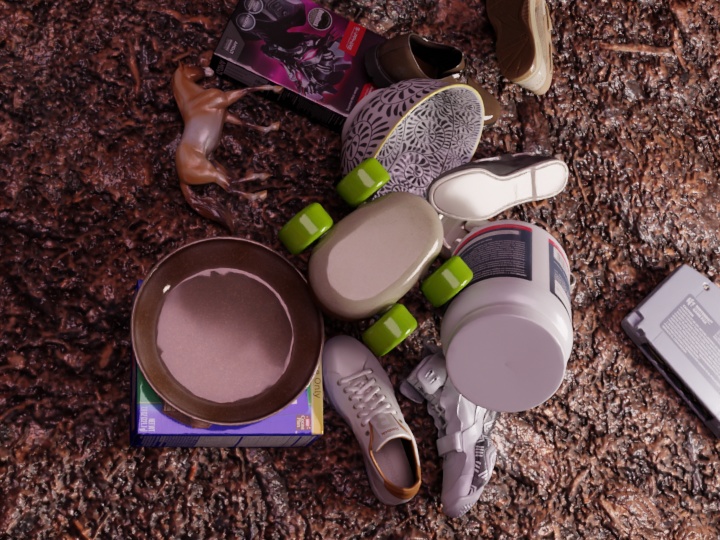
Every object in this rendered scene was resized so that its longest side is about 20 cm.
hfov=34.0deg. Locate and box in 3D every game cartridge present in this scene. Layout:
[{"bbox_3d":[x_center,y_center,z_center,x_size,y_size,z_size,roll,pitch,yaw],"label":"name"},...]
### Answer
[{"bbox_3d":[0.430,0.097,1.456,0.133,0.040,0.200,-40,88,-18],"label":"game cartridge"}]

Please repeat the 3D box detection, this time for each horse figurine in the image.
[{"bbox_3d":[-0.163,-0.145,1.345,0.132,0.050,0.200,8,78,-1],"label":"horse figurine"}]

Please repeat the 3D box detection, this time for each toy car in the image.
[{"bbox_3d":[0.000,0.000,1.273,0.158,0.200,0.164,-40,89,-18],"label":"toy car"}]

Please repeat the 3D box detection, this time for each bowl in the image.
[{"bbox_3d":[0.041,-0.148,1.356,0.201,0.201,0.094,-38,60,-22],"label":"bowl"}]

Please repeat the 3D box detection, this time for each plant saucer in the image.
[{"bbox_3d":[-0.138,0.064,1.222,0.200,0.037,0.201,4,72,-14],"label":"plant saucer"}]

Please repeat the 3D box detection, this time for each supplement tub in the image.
[{"bbox_3d":[0.160,0.046,1.286,0.140,0.140,0.200,27,30,-7],"label":"supplement tub"}]

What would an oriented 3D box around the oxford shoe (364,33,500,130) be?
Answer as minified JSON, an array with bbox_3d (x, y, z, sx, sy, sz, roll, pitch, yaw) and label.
[{"bbox_3d":[0.106,-0.222,1.407,0.200,0.084,0.073,20,61,-38],"label":"oxford shoe"}]

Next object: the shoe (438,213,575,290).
[{"bbox_3d":[0.167,-0.022,1.405,0.200,0.053,0.070,28,69,-7],"label":"shoe"}]

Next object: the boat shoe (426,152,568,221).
[{"bbox_3d":[0.156,-0.103,1.414,0.200,0.057,0.067,-12,112,-27],"label":"boat shoe"}]

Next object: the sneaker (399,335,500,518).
[{"bbox_3d":[0.096,0.170,1.321,0.115,0.075,0.200,23,65,-8],"label":"sneaker"}]

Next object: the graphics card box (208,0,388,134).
[{"bbox_3d":[-0.066,-0.255,1.408,0.200,0.051,0.126,25,69,-7],"label":"graphics card box"}]

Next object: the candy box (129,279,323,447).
[{"bbox_3d":[-0.144,0.102,1.269,0.200,0.077,0.169,2,73,-17],"label":"candy box"}]

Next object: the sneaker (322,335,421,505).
[{"bbox_3d":[0.020,0.157,1.297,0.073,0.085,0.200,-22,80,-19],"label":"sneaker"}]

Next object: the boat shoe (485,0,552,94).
[{"bbox_3d":[0.207,-0.314,1.500,0.065,0.071,0.200,28,55,-44],"label":"boat shoe"}]
